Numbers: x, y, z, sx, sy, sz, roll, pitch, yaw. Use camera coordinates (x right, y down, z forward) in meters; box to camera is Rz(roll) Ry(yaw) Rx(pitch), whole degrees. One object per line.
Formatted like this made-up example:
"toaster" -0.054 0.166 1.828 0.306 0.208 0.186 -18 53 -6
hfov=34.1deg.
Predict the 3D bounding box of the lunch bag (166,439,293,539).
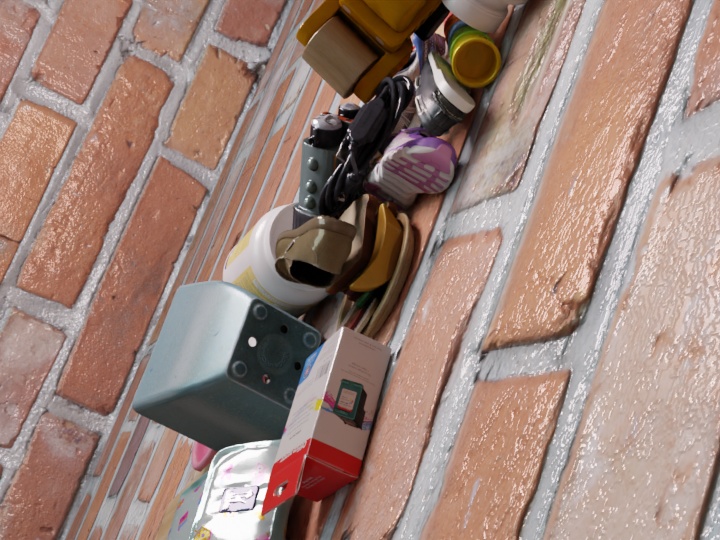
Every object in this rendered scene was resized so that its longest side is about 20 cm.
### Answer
"lunch bag" -0.147 0.308 1.383 0.200 0.121 0.172 -42 23 37

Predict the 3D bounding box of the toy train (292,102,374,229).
"toy train" -0.036 -0.118 1.552 0.114 0.084 0.203 -29 -47 -50

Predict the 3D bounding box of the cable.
"cable" 0.009 -0.151 1.432 0.164 0.050 0.201 114 -178 -53

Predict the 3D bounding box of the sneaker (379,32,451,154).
"sneaker" 0.061 -0.251 1.618 0.201 0.084 0.078 -57 16 32

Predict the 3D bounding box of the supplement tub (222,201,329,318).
"supplement tub" -0.107 -0.009 1.696 0.200 0.144 0.147 -36 32 61

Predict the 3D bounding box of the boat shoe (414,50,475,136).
"boat shoe" 0.094 -0.215 1.426 0.060 0.075 0.200 -46 9 16

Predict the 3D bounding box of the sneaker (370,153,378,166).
"sneaker" -0.005 -0.138 1.648 0.076 0.081 0.201 -22 -30 -35

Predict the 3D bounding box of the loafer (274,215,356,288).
"loafer" -0.065 -0.013 1.443 0.200 0.075 0.068 141 147 -68

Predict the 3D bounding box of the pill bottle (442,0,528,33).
"pill bottle" 0.178 -0.384 1.369 0.201 0.110 0.112 -56 17 30

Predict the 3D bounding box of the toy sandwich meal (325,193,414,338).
"toy sandwich meal" 0.000 0.000 1.452 0.206 0.070 0.206 -58 16 27

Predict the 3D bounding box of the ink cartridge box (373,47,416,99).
"ink cartridge box" 0.042 -0.275 1.792 0.163 0.056 0.202 129 155 -48

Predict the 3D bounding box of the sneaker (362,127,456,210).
"sneaker" 0.068 -0.140 1.442 0.089 0.080 0.200 -60 12 -15

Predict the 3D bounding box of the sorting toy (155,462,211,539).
"sorting toy" -0.241 0.402 1.651 0.200 0.069 0.201 -46 23 52

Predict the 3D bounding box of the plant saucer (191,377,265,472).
"plant saucer" -0.203 0.225 1.844 0.202 0.050 0.202 -58 16 28

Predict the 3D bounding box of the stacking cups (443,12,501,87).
"stacking cups" 0.137 -0.286 1.476 0.061 0.060 0.201 -59 12 21

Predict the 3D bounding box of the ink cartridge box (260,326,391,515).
"ink cartridge box" -0.039 0.178 1.304 0.116 0.067 0.202 -43 26 56

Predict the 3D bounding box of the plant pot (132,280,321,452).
"plant pot" -0.160 0.130 1.601 0.199 0.194 0.199 -20 45 55

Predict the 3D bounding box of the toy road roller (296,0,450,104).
"toy road roller" 0.021 -0.321 1.453 0.200 0.123 0.146 -47 -3 -8
